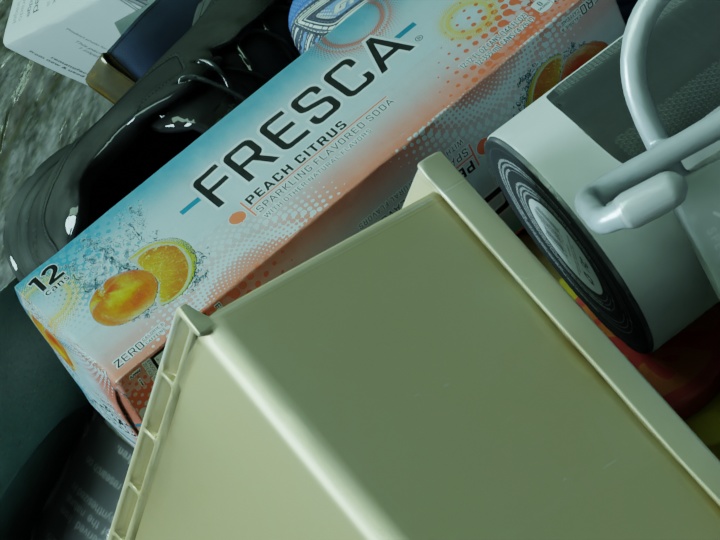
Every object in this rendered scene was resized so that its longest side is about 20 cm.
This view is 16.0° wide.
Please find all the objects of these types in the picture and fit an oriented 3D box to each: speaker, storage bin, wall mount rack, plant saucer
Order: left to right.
[{"bbox_3d":[-0.147,0.090,0.996,0.201,0.039,0.201,-59,-10,-17],"label":"plant saucer"},{"bbox_3d":[0.027,0.114,0.711,0.200,0.094,0.199,48,147,20],"label":"storage bin"},{"bbox_3d":[0.138,-0.066,0.747,0.200,0.081,0.081,-37,31,-5],"label":"speaker"},{"bbox_3d":[0.160,-0.007,0.670,0.174,0.200,0.075,-29,8,0],"label":"wall mount rack"}]

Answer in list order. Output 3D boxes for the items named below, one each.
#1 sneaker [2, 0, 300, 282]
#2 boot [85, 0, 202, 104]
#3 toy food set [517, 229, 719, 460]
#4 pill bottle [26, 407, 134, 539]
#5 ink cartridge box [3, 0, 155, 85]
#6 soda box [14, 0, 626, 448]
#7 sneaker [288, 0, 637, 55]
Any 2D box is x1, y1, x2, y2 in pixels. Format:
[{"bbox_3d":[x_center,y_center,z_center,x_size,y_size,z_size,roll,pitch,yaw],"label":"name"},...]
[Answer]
[{"bbox_3d":[-0.044,-0.062,0.939,0.200,0.076,0.091,-51,10,-13],"label":"sneaker"},{"bbox_3d":[-0.039,-0.102,1.065,0.075,0.097,0.200,-47,10,37],"label":"boot"},{"bbox_3d":[0.091,0.007,0.803,0.198,0.049,0.200,-17,43,13],"label":"toy food set"},{"bbox_3d":[-0.079,0.128,1.001,0.200,0.113,0.113,-63,30,6],"label":"pill bottle"},{"bbox_3d":[-0.078,-0.182,1.251,0.200,0.084,0.146,-17,56,52],"label":"ink cartridge box"},{"bbox_3d":[-0.005,-0.022,0.801,0.200,0.064,0.068,-39,43,-12],"label":"soda box"},{"bbox_3d":[0.059,-0.121,0.910,0.200,0.077,0.085,-32,54,-16],"label":"sneaker"}]
